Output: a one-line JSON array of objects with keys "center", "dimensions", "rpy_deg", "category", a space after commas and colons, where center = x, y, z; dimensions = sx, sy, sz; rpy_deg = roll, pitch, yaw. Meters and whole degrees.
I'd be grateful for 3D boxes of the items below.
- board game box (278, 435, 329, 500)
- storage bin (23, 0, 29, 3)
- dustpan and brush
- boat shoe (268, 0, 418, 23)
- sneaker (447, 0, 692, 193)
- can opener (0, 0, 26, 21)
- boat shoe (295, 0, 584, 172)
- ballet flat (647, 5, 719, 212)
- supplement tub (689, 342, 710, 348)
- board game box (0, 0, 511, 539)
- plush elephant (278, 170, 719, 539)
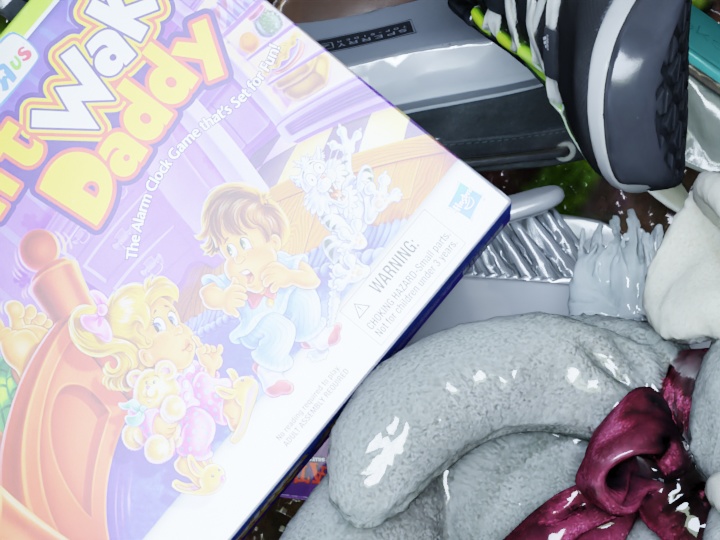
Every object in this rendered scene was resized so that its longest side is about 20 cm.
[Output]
[{"center": [-0.035, 0.043, 0.809], "dimensions": [0.120, 0.200, 0.032], "rpy_deg": [2, 93, 4], "category": "board game box"}, {"center": [-0.043, -0.172, 0.781], "dimensions": [0.200, 0.146, 0.134], "rpy_deg": [-31, 82, 5], "category": "storage bin"}, {"center": [0.000, 0.000, 0.833], "dimensions": [0.200, 0.140, 0.057], "rpy_deg": [-14, 100, 1], "category": "dustpan and brush"}, {"center": [0.037, -0.130, 0.874], "dimensions": [0.200, 0.068, 0.072], "rpy_deg": [-42, 87, 2], "category": "boat shoe"}, {"center": [0.053, -0.078, 0.751], "dimensions": [0.083, 0.200, 0.072], "rpy_deg": [1, 114, 2], "category": "sneaker"}, {"center": [-0.105, -0.060, 0.888], "dimensions": [0.066, 0.053, 0.200], "rpy_deg": [-43, 87, 2], "category": "can opener"}, {"center": [-0.015, -0.047, 0.840], "dimensions": [0.200, 0.069, 0.057], "rpy_deg": [-10, 116, 5], "category": "boat shoe"}, {"center": [0.150, -0.031, 0.877], "dimensions": [0.200, 0.067, 0.064], "rpy_deg": [31, 118, 4], "category": "ballet flat"}, {"center": [0.192, 0.094, 0.814], "dimensions": [0.200, 0.145, 0.145], "rpy_deg": [42, 91, -9], "category": "supplement tub"}, {"center": [-0.074, 0.018, 0.689], "dimensions": [0.134, 0.045, 0.200], "rpy_deg": [39, 88, 6], "category": "board game box"}, {"center": [0.085, 0.062, 0.656], "dimensions": [0.165, 0.155, 0.200], "rpy_deg": [41, 61, -26], "category": "plush elephant"}]
